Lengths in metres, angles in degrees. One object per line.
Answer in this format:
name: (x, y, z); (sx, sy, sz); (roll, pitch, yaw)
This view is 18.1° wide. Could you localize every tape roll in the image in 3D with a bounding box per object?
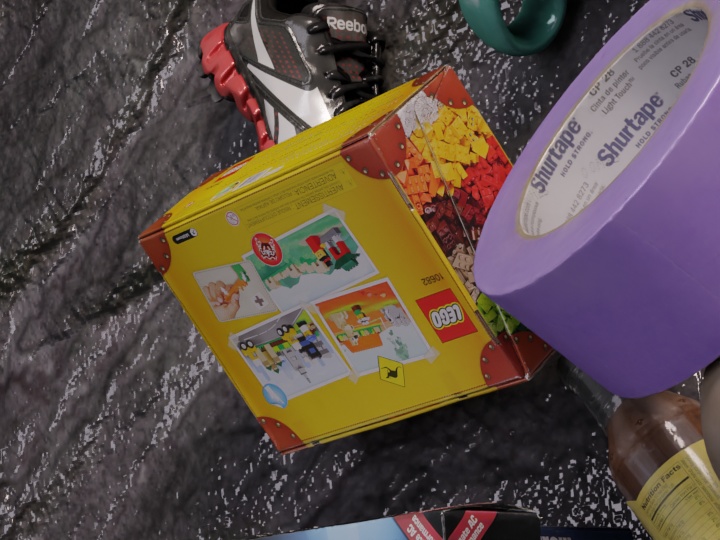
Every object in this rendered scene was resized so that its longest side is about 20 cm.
tape roll: (0.147, -0.045, 1.053); (0.200, 0.085, 0.200); (-48, 14, 16)

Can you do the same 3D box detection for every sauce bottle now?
sauce bottle: (0.165, 0.107, 1.097); (0.065, 0.065, 0.200); (-51, 51, 23)

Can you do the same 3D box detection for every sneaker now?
sneaker: (-0.020, -0.096, 1.292); (0.098, 0.071, 0.201); (-52, 51, 25)

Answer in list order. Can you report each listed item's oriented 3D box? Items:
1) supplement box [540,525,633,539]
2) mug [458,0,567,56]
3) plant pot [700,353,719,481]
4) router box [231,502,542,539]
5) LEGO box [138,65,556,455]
supplement box: (0.039, 0.245, 1.119); (0.199, 0.134, 0.201); (-29, 63, 44)
mug: (0.106, -0.218, 1.170); (0.152, 0.114, 0.186); (-13, 74, 40)
plant pot: (0.245, 0.064, 0.967); (0.173, 0.199, 0.201); (10, 89, 60)
router box: (0.013, 0.209, 1.001); (0.150, 0.062, 0.201); (-16, 72, 48)
LEGO box: (0.000, 0.000, 1.189); (0.200, 0.077, 0.149); (-20, 107, 46)
